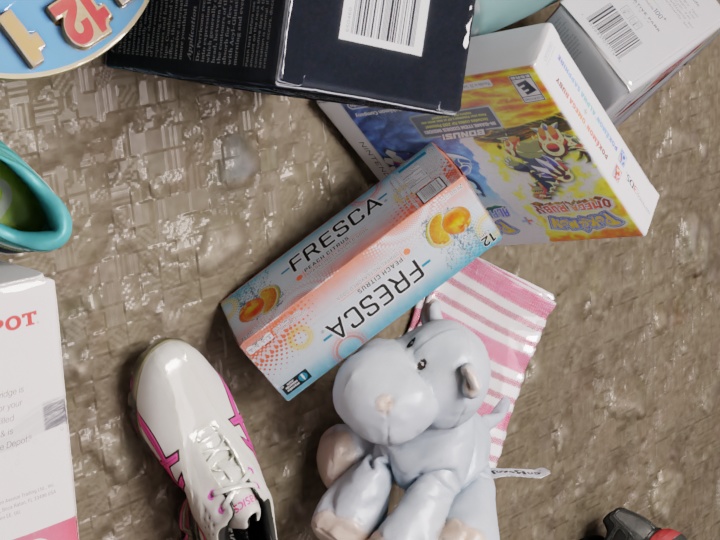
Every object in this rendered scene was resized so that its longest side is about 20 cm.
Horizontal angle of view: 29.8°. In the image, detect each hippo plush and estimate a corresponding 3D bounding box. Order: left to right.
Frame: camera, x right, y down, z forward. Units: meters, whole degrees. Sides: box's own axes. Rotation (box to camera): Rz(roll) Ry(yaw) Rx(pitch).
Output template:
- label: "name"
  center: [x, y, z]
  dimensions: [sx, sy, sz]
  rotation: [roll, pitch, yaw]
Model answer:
- label: "hippo plush"
  center: [0.057, 0.125, 0.996]
  dimensions: [0.197, 0.160, 0.162]
  rotation: [-13, 135, -15]

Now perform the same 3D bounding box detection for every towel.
- label: "towel"
  center: [0.087, 0.092, 1.150]
  dimensions: [0.145, 0.030, 0.202]
  rotation: [24, 83, -41]

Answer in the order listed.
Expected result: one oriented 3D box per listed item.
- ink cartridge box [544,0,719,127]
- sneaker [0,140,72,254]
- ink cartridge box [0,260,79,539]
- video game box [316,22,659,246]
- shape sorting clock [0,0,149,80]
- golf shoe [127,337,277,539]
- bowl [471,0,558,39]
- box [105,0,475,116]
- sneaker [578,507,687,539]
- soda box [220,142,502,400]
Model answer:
- label: "ink cartridge box"
  center: [0.188, -0.160, 1.068]
  dimensions: [0.175, 0.200, 0.084]
  rotation: [-35, 84, -32]
- label: "sneaker"
  center: [-0.245, -0.076, 0.787]
  dimensions: [0.200, 0.079, 0.078]
  rotation: [40, 73, -38]
- label: "ink cartridge box"
  center: [-0.254, 0.105, 0.814]
  dimensions: [0.145, 0.082, 0.203]
  rotation: [-14, 109, -38]
- label: "video game box"
  center: [0.093, -0.090, 1.002]
  dimensions: [0.182, 0.198, 0.047]
  rotation: [46, 55, -37]
- label: "shape sorting clock"
  center: [-0.208, -0.211, 0.789]
  dimensions: [0.198, 0.039, 0.203]
  rotation: [1, 88, -28]
- label: "golf shoe"
  center: [-0.098, 0.138, 0.955]
  dimensions: [0.072, 0.092, 0.202]
  rotation: [-32, 117, -30]
- label: "bowl"
  center: [0.055, -0.238, 0.947]
  dimensions: [0.105, 0.200, 0.201]
  rotation: [-46, 126, -15]
- label: "box"
  center: [-0.047, -0.167, 0.861]
  dimensions: [0.147, 0.199, 0.109]
  rotation: [3, 98, -40]
- label: "sneaker"
  center: [0.233, 0.312, 1.300]
  dimensions: [0.070, 0.098, 0.202]
  rotation: [-8, 127, -52]
- label: "soda box"
  center: [0.000, 0.000, 0.978]
  dimensions: [0.199, 0.064, 0.069]
  rotation: [-36, 125, 2]
